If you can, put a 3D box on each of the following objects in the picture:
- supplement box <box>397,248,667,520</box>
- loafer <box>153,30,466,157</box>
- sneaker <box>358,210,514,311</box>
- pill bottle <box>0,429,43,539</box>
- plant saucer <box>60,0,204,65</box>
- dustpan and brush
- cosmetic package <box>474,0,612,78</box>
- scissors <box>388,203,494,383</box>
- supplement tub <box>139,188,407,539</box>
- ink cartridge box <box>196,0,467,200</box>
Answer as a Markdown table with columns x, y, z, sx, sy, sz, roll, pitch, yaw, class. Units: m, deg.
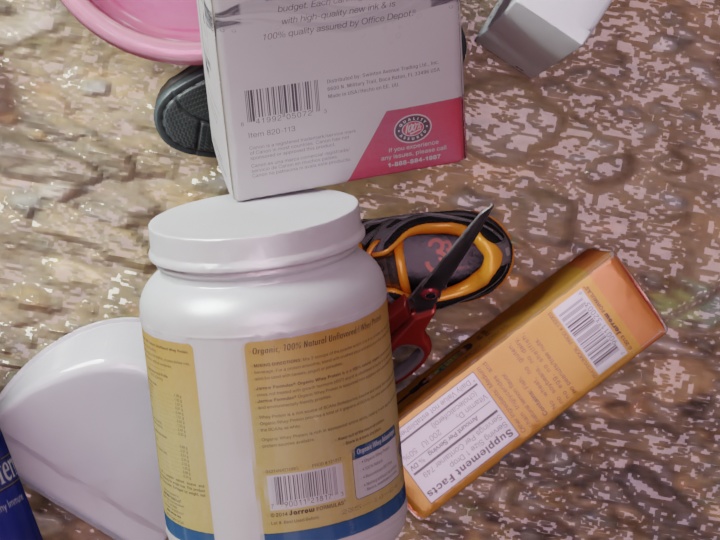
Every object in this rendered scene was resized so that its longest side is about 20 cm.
| x | y | z | sx | sy | sz | roll | pitch | yaw | class |
| --- | --- | --- | --- | --- | --- | --- | --- | --- | --- |
| 0.091 | 0.070 | 1.414 | 0.200 | 0.067 | 0.069 | -35 | 96 | -3 | supplement box |
| -0.033 | -0.125 | 1.415 | 0.199 | 0.063 | 0.072 | -16 | 122 | -1 | loafer |
| 0.000 | 0.000 | 1.401 | 0.199 | 0.077 | 0.079 | -14 | 93 | -3 | sneaker |
| -0.265 | 0.116 | 1.331 | 0.115 | 0.116 | 0.201 | -21 | 94 | -4 | pill bottle |
| -0.103 | -0.220 | 1.391 | 0.199 | 0.051 | 0.202 | 0 | 79 | -1 | plant saucer |
| -0.127 | 0.063 | 1.387 | 0.139 | 0.057 | 0.200 | 33 | 114 | -13 | dustpan and brush |
| 0.138 | -0.198 | 1.349 | 0.052 | 0.200 | 0.151 | 31 | 87 | -3 | cosmetic package |
| 0.042 | 0.019 | 1.362 | 0.073 | 0.200 | 0.014 | 22 | 47 | -29 | scissors |
| -0.051 | 0.064 | 1.306 | 0.144 | 0.145 | 0.201 | -6 | 104 | -5 | supplement tub |
| -0.019 | -0.155 | 1.301 | 0.146 | 0.083 | 0.201 | -10 | 122 | -9 | ink cartridge box |
